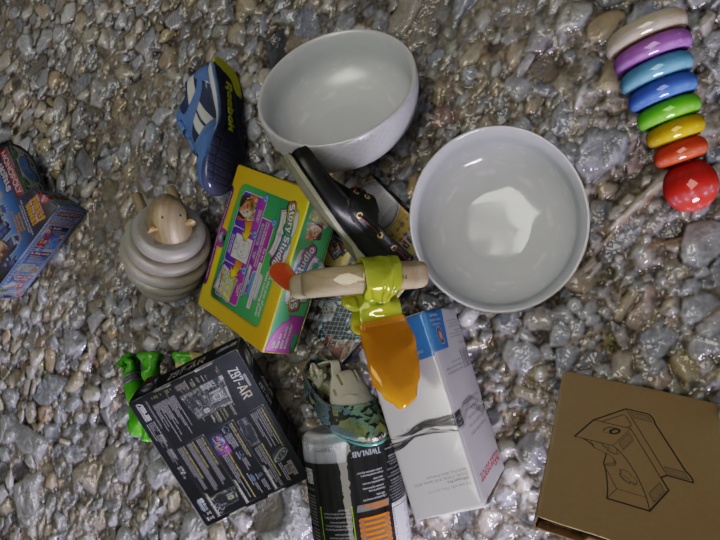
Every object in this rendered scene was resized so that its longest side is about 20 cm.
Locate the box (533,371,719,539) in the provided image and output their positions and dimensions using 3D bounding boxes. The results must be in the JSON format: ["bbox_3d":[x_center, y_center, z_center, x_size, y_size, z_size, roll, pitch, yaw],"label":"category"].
[{"bbox_3d":[0.267,0.189,0.603,0.159,0.201,0.022,11,128,21],"label":"box"}]

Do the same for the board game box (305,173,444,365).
[{"bbox_3d":[0.000,0.000,0.793,0.136,0.034,0.201,46,104,17],"label":"board game box"}]

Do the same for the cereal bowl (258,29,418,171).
[{"bbox_3d":[-0.021,-0.197,0.755,0.194,0.084,0.204,-8,55,11],"label":"cereal bowl"}]

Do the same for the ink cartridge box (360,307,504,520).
[{"bbox_3d":[0.086,0.153,0.693,0.083,0.144,0.205,-20,80,20],"label":"ink cartridge box"}]

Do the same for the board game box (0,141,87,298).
[{"bbox_3d":[-0.553,-0.093,1.006,0.197,0.061,0.204,-31,77,17],"label":"board game box"}]

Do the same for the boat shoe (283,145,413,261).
[{"bbox_3d":[-0.012,-0.066,0.699,0.063,0.074,0.202,-41,118,-1],"label":"boat shoe"}]

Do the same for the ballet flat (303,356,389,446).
[{"bbox_3d":[-0.026,0.145,0.726,0.199,0.072,0.077,9,92,64],"label":"ballet flat"}]

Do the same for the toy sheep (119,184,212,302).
[{"bbox_3d":[-0.271,-0.027,0.855,0.138,0.137,0.202,42,144,18],"label":"toy sheep"}]

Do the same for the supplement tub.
[{"bbox_3d":[-0.001,0.289,0.736,0.119,0.122,0.206,-9,85,21],"label":"supplement tub"}]

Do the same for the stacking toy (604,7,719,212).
[{"bbox_3d":[0.327,-0.162,0.645,0.083,0.085,0.205,-17,86,20],"label":"stacking toy"}]

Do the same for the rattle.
[{"bbox_3d":[-0.019,0.054,0.647,0.196,0.129,0.147,-10,102,40],"label":"rattle"}]

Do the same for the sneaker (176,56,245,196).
[{"bbox_3d":[-0.212,-0.194,0.861,0.080,0.074,0.206,-12,68,23],"label":"sneaker"}]

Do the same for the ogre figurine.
[{"bbox_3d":[-0.272,0.176,0.864,0.194,0.098,0.124,1,78,8],"label":"ogre figurine"}]

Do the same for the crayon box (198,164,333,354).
[{"bbox_3d":[-0.124,-0.019,0.802,0.171,0.058,0.205,24,98,43],"label":"crayon box"}]

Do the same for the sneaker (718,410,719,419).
[{"bbox_3d":[0.444,0.187,0.599,0.200,0.073,0.082,46,133,12],"label":"sneaker"}]

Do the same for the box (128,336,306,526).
[{"bbox_3d":[-0.177,0.209,0.789,0.157,0.044,0.203,-26,106,5],"label":"box"}]

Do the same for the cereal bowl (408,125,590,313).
[{"bbox_3d":[0.154,-0.053,0.698,0.194,0.083,0.206,-1,85,11],"label":"cereal bowl"}]
